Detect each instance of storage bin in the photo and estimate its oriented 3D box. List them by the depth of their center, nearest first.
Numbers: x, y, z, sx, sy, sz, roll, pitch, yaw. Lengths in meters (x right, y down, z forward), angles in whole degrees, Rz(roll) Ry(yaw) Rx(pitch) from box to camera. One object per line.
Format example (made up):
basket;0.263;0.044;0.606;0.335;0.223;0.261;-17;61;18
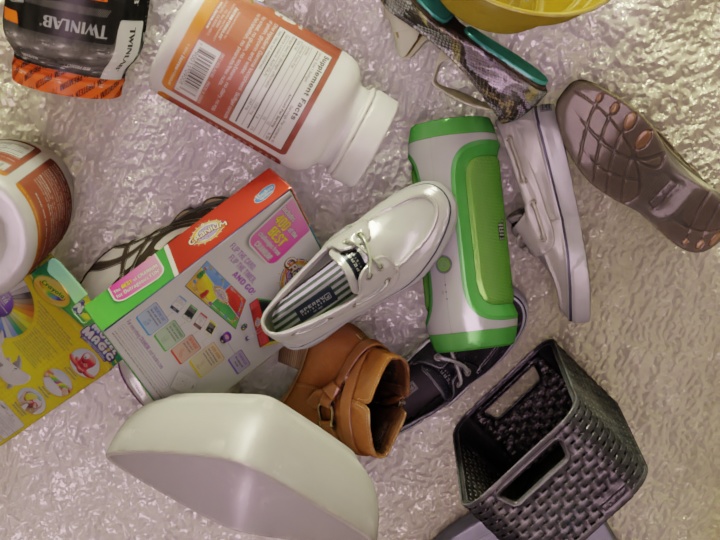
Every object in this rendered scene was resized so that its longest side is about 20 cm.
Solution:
storage bin;0.165;0.161;1.207;0.094;0.200;0.135;44;101;-10

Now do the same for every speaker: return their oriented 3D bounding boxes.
speaker;0.091;-0.031;1.197;0.088;0.088;0.202;-6;88;3

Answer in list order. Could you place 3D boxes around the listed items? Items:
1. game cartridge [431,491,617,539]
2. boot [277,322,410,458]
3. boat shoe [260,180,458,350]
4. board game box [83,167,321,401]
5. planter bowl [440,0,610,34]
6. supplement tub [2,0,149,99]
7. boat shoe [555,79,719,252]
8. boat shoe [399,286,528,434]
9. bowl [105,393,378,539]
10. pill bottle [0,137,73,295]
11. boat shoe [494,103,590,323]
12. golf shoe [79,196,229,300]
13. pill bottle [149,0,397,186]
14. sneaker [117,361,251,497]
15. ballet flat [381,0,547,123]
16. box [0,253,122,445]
game cartridge;0.153;0.289;1.327;0.199;0.041;0.134;-28;106;8
boot;-0.018;0.149;1.228;0.076;0.155;0.202;7;97;-39
boat shoe;0.000;0.000;1.145;0.200;0.067;0.074;-44;75;10
board game box;-0.121;0.028;1.182;0.199;0.040;0.153;-37;136;-11
planter bowl;0.119;-0.261;1.135;0.199;0.201;0.084;20;143;-4
supplement tub;-0.237;-0.254;1.145;0.121;0.123;0.202;10;105;-2
boat shoe;0.246;-0.095;1.206;0.074;0.073;0.200;-43;106;14
boat shoe;0.076;0.090;1.258;0.199;0.068;0.072;-36;101;10
bowl;-0.094;0.164;1.152;0.200;0.199;0.075;38;60;-40
pill bottle;-0.310;-0.051;1.159;0.111;0.200;0.113;0;105;1
boat shoe;0.165;-0.047;1.221;0.065;0.072;0.202;-11;104;8
golf shoe;-0.193;0.005;1.228;0.199;0.095;0.078;-37;102;11
pill bottle;-0.073;-0.158;1.166;0.199;0.112;0.113;30;103;-7
sneaker;-0.138;0.131;1.269;0.099;0.075;0.200;-36;101;10
ballet flat;0.070;-0.199;1.176;0.200;0.072;0.072;41;102;2
box;-0.303;0.070;1.240;0.199;0.048;0.118;-32;103;31
